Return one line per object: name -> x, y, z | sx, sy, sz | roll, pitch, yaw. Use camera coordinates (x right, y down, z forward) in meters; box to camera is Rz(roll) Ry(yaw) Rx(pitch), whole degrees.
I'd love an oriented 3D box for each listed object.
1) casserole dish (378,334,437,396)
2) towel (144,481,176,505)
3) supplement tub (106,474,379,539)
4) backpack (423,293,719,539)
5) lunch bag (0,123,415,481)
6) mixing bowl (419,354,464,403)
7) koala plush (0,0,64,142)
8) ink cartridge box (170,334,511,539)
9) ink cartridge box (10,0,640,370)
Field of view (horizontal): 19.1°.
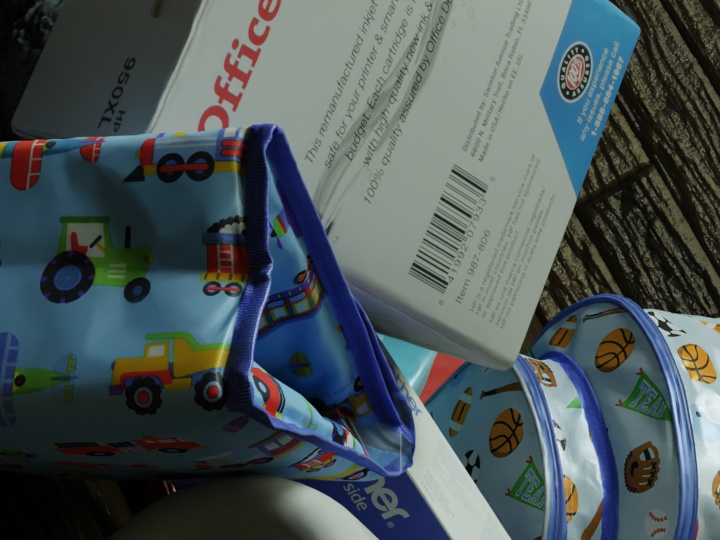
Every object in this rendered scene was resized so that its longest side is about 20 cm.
casserole dish -> 0.000, 0.000, 0.931 | 0.039, 0.121, 0.201 | 20, -34, 21
towel -> -0.033, 0.069, 0.980 | 0.199, 0.023, 0.145 | 9, 62, -53
supplement tub -> -0.009, 0.166, 0.733 | 0.200, 0.131, 0.133 | 49, 13, -49
backpack -> 0.106, 0.105, 0.949 | 0.153, 0.191, 0.201 | 12, 44, -35
lunch bag -> -0.073, 0.038, 0.720 | 0.200, 0.149, 0.095 | 56, 35, -62
mixing bowl -> 0.049, 0.114, 1.151 | 0.200, 0.108, 0.202 | 159, -90, -88
koala plush -> -0.114, -0.086, 0.832 | 0.200, 0.177, 0.184 | 50, -2, -10
ink cartridge box -> 0.015, 0.128, 0.856 | 0.201, 0.094, 0.044 | 57, 27, -16
ink cartridge box -> -0.007, -0.070, 0.773 | 0.084, 0.146, 0.199 | 13, -12, 47
